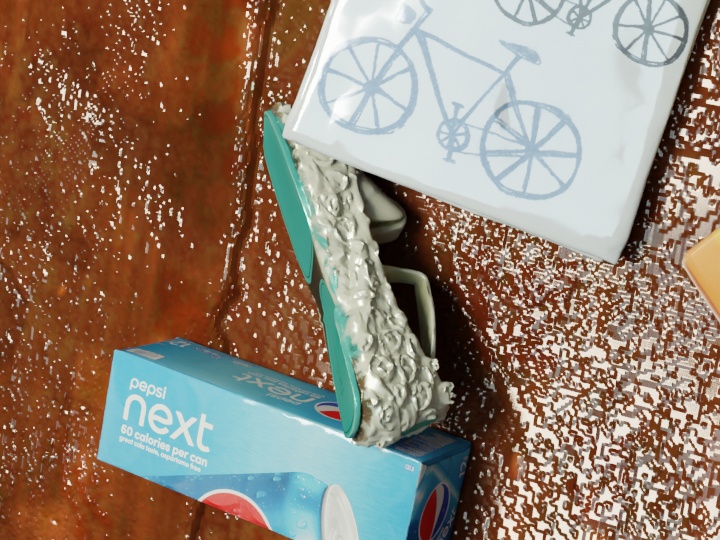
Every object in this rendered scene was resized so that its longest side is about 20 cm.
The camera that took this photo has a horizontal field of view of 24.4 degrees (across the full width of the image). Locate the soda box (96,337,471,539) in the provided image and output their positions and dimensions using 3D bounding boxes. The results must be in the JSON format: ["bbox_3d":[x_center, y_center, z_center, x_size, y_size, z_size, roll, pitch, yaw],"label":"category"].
[{"bbox_3d":[-0.045,0.099,0.916,0.199,0.064,0.068,18,103,27],"label":"soda box"}]

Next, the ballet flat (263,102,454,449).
[{"bbox_3d":[0.000,0.000,0.880,0.071,0.072,0.202,-29,63,27],"label":"ballet flat"}]

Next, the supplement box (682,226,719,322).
[{"bbox_3d":[0.241,-0.037,0.730,0.200,0.066,0.069,-42,76,35],"label":"supplement box"}]

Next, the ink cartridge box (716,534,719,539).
[{"bbox_3d":[0.189,0.248,0.772,0.199,0.043,0.200,-57,44,20],"label":"ink cartridge box"}]

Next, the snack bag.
[{"bbox_3d":[0.074,-0.127,0.832,0.187,0.021,0.202,21,102,10],"label":"snack bag"}]
